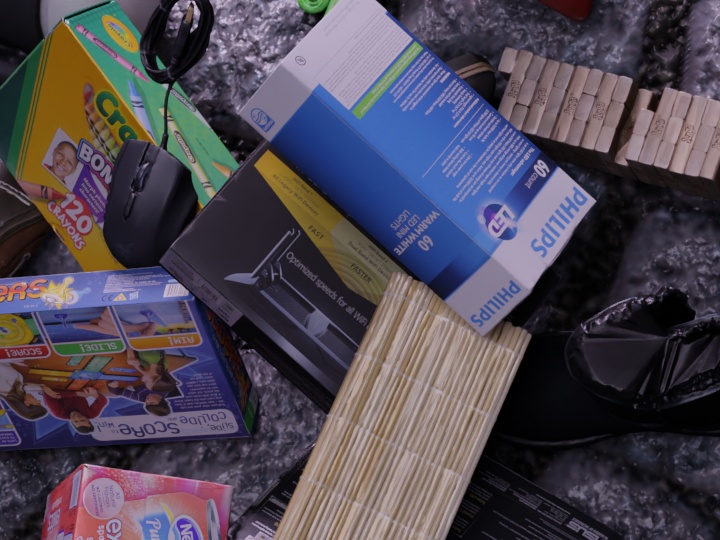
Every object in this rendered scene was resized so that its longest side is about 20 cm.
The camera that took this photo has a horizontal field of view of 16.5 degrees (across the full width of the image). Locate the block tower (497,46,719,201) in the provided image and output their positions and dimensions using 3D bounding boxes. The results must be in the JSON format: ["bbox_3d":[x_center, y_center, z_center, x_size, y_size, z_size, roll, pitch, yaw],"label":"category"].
[{"bbox_3d":[0.182,-0.089,1.602,0.199,0.054,0.058,18,81,21],"label":"block tower"}]

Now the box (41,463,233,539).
[{"bbox_3d":[-0.146,0.185,1.545,0.094,0.200,0.103,10,77,-11],"label":"box"}]

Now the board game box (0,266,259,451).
[{"bbox_3d":[-0.180,0.060,1.633,0.199,0.136,0.035,-4,45,15],"label":"board game box"}]

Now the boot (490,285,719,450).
[{"bbox_3d":[0.145,0.059,1.514,0.199,0.168,0.077,0,76,18],"label":"boot"}]

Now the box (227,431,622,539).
[{"bbox_3d":[0.036,0.177,1.539,0.200,0.044,0.160,28,51,21],"label":"box"}]

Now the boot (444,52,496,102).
[{"bbox_3d":[0.039,-0.032,1.629,0.200,0.077,0.138,-42,72,17],"label":"boot"}]

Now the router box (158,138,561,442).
[{"bbox_3d":[0.000,0.000,1.552,0.200,0.052,0.157,42,73,-2],"label":"router box"}]

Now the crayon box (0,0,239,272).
[{"bbox_3d":[-0.152,-0.062,1.641,0.200,0.058,0.119,53,128,5],"label":"crayon box"}]

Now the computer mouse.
[{"bbox_3d":[-0.128,-0.084,1.557,0.059,0.034,0.201,25,120,25],"label":"computer mouse"}]

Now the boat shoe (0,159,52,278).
[{"bbox_3d":[-0.256,-0.028,1.712,0.072,0.068,0.200,39,67,18],"label":"boat shoe"}]

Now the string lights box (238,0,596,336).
[{"bbox_3d":[0.036,-0.068,1.502,0.200,0.103,0.059,43,135,-2],"label":"string lights box"}]

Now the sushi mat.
[{"bbox_3d":[0.022,0.108,1.494,0.095,0.012,0.200,23,78,4],"label":"sushi mat"}]

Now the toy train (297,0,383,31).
[{"bbox_3d":[0.018,-0.248,1.704,0.056,0.042,0.200,24,84,11],"label":"toy train"}]

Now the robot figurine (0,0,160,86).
[{"bbox_3d":[-0.225,-0.213,1.725,0.200,0.125,0.151,22,127,21],"label":"robot figurine"}]

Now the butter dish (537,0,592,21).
[{"bbox_3d":[0.064,-0.276,1.629,0.147,0.199,0.201,-3,75,34],"label":"butter dish"}]
